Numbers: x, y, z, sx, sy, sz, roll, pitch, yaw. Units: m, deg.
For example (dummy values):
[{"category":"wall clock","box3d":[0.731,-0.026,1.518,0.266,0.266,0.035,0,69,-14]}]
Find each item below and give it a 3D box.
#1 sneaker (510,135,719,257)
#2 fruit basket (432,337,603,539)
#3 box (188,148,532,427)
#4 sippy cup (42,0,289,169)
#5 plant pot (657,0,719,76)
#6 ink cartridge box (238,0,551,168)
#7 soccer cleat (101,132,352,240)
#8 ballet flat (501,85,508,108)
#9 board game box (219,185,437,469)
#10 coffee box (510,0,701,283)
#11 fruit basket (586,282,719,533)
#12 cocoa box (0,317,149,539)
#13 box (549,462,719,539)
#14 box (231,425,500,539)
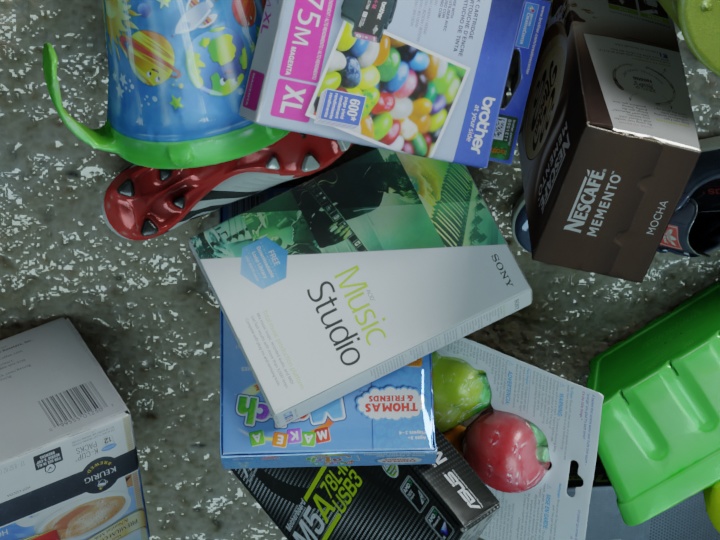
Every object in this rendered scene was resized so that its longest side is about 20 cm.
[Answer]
[{"category":"sneaker","box3d":[0.204,-0.040,1.751,0.199,0.085,0.075,-15,127,10]},{"category":"fruit basket","box3d":[0.086,0.121,1.830,0.199,0.094,0.186,18,130,19]},{"category":"box","box3d":[0.000,0.000,1.712,0.199,0.145,0.036,-26,162,-6]},{"category":"sippy cup","box3d":[-0.112,-0.154,1.633,0.139,0.178,0.131,10,125,37]},{"category":"plant pot","box3d":[0.252,-0.217,1.546,0.199,0.193,0.201,-1,128,-1]},{"category":"ink cartridge box","box3d":[0.030,-0.137,1.609,0.199,0.042,0.120,10,99,-25]},{"category":"soccer cleat","box3d":[-0.091,-0.080,1.729,0.199,0.085,0.069,-27,102,-9]},{"category":"ballet flat","box3d":[0.057,-0.162,1.669,0.072,0.072,0.200,-29,125,20]},{"category":"board game box","box3d":[-0.024,0.038,1.741,0.150,0.201,0.037,-1,159,0]},{"category":"coffee box","box3d":[0.158,-0.101,1.629,0.079,0.201,0.113,12,126,-11]},{"category":"fruit basket","box3d":[0.286,0.126,1.836,0.214,0.156,0.217,4,117,7]},{"category":"cocoa box","box3d":[-0.273,0.150,1.814,0.199,0.133,0.132,-21,131,-19]},{"category":"box","box3d":[0.203,0.230,1.943,0.199,0.051,0.159,-1,110,-11]},{"category":"box","box3d":[-0.002,0.156,1.821,0.193,0.047,0.200,48,143,15]}]
